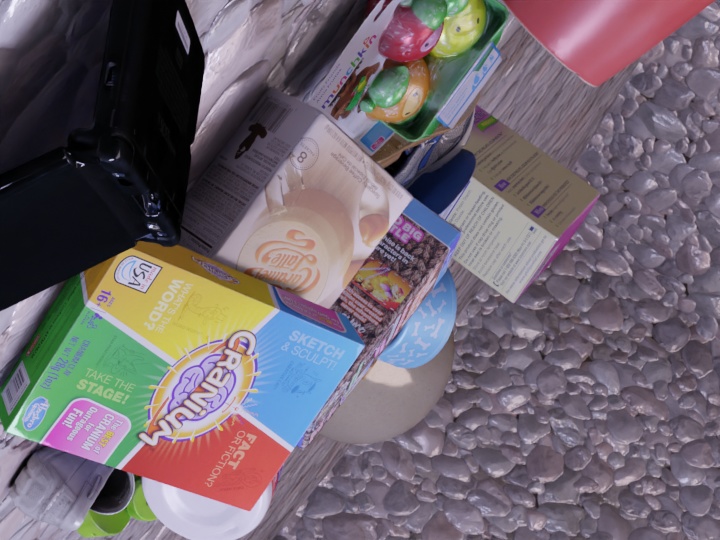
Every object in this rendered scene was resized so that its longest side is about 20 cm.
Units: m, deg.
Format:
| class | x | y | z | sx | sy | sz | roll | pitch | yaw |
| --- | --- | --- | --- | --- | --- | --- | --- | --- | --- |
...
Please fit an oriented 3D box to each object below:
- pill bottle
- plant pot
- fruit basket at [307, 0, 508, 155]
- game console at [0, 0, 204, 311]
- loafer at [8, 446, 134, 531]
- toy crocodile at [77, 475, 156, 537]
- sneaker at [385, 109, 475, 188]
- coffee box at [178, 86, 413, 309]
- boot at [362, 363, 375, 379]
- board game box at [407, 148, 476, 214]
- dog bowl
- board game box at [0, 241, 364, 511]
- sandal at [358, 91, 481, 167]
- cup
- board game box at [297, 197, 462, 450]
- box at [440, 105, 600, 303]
| class | x | y | z | sx | sy | sz | roll | pitch | yaw |
| --- | --- | --- | --- | --- | --- | --- | --- | --- | --- |
| pill bottle | -0.115 | 0.140 | 1.476 | 0.112 | 0.111 | 0.200 | -58 | -174 | 28 |
| plant pot | 0.251 | -0.298 | 1.702 | 0.177 | 0.200 | 0.200 | -45 | 175 | 16 |
| fruit basket | 0.045 | -0.177 | 1.304 | 0.185 | 0.094 | 0.200 | -54 | 169 | 1 |
| game console | -0.157 | -0.068 | 0.863 | 0.200 | 0.116 | 0.176 | 83 | 14 | -79 |
| loafer | -0.214 | 0.168 | 1.351 | 0.070 | 0.070 | 0.200 | -56 | 172 | 16 |
| toy crocodile | -0.194 | 0.172 | 1.545 | 0.067 | 0.062 | 0.200 | -1 | -140 | 46 |
| sneaker | 0.048 | -0.127 | 1.603 | 0.200 | 0.077 | 0.085 | -51 | 168 | -19 |
| coffee box | -0.072 | -0.013 | 1.189 | 0.114 | 0.080 | 0.200 | 39 | 85 | -37 |
| boot | -0.048 | 0.047 | 1.528 | 0.071 | 0.144 | 0.201 | -55 | 172 | 10 |
| board game box | 0.038 | -0.045 | 1.646 | 0.200 | 0.039 | 0.158 | -28 | -160 | 18 |
| dog bowl | 0.000 | 0.000 | 1.472 | 0.050 | 0.200 | 0.112 | 3 | 128 | -48 |
| board game box | -0.118 | 0.067 | 1.114 | 0.153 | 0.200 | 0.040 | -56 | -145 | 15 |
| sandal | 0.057 | -0.161 | 1.495 | 0.212 | 0.078 | 0.070 | -41 | 172 | -38 |
| cup | -0.018 | 0.068 | 1.705 | 0.200 | 0.200 | 0.143 | -53 | 158 | -1 |
| board game box | -0.044 | 0.011 | 1.341 | 0.200 | 0.159 | 0.097 | -50 | 172 | -20 |
| box | 0.141 | -0.083 | 1.859 | 0.097 | 0.200 | 0.176 | -57 | 172 | 29 |
